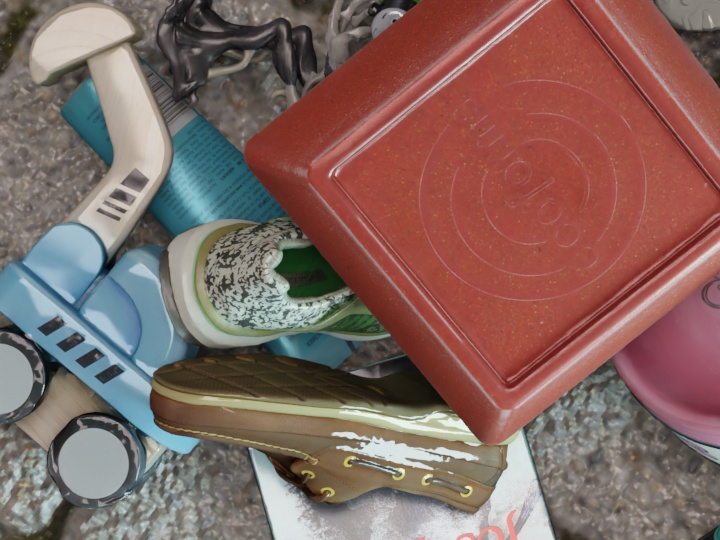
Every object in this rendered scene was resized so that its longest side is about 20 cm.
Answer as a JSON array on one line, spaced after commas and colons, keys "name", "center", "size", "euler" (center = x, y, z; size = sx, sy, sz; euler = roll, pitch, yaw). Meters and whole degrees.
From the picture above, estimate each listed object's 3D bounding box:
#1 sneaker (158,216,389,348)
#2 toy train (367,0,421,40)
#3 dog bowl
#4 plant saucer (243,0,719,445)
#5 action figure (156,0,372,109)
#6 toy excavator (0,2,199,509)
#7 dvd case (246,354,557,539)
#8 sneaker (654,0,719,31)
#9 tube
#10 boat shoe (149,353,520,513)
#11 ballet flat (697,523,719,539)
[{"name": "sneaker", "center": [0.000, 0.000, 1.508], "size": [0.200, 0.088, 0.077], "euler": [-12, 92, -40]}, {"name": "toy train", "center": [0.040, -0.145, 1.514], "size": [0.056, 0.200, 0.042], "euler": [32, 115, -6]}, {"name": "dog bowl", "center": [0.204, 0.003, 1.501], "size": [0.200, 0.074, 0.201], "euler": [-6, 79, 33]}, {"name": "plant saucer", "center": [0.080, -0.041, 1.426], "size": [0.200, 0.037, 0.200], "euler": [-38, 105, 7]}, {"name": "action figure", "center": [-0.002, -0.103, 1.540], "size": [0.200, 0.119, 0.102], "euler": [20, 102, 9]}, {"name": "toy excavator", "center": [-0.129, -0.008, 1.521], "size": [0.194, 0.100, 0.200], "euler": [41, 93, 2]}, {"name": "dvd case", "center": [0.030, 0.145, 1.558], "size": [0.146, 0.022, 0.201], "euler": [-15, 84, -2]}, {"name": "sneaker", "center": [0.245, -0.188, 1.577], "size": [0.200, 0.080, 0.077], "euler": [-33, 80, 16]}, {"name": "tube", "center": [-0.071, -0.030, 1.567], "size": [0.200, 0.050, 0.077], "euler": [46, 74, 2]}, {"name": "boat shoe", "center": [-0.013, 0.086, 1.494], "size": [0.200, 0.072, 0.068], "euler": [8, 103, -26]}, {"name": "ballet flat", "center": [0.189, 0.164, 1.535], "size": [0.200, 0.073, 0.073], "euler": [-36, 85, -10]}]
